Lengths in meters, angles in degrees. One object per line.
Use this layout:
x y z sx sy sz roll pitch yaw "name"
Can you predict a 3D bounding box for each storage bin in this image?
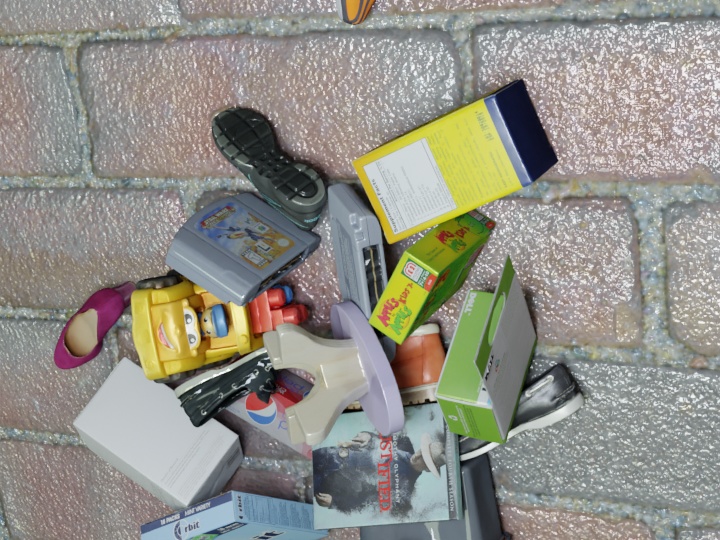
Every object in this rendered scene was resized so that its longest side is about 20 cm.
0.082 0.310 1.627 0.198 0.145 0.136 -5 96 26 "storage bin"

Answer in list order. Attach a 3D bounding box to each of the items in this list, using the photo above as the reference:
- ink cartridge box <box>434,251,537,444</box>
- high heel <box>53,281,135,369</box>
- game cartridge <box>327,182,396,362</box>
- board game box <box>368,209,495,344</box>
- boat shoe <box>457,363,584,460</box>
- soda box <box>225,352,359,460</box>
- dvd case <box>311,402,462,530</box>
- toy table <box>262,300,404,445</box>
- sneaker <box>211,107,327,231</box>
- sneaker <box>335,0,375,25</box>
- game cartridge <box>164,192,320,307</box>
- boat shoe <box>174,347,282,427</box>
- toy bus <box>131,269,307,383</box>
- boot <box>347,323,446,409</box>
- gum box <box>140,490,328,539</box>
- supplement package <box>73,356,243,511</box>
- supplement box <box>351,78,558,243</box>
0.138 0.086 1.459 0.075 0.149 0.201 9 150 23 "ink cartridge box"
-0.399 0.088 1.797 0.067 0.096 0.200 46 120 5 "high heel"
0.000 0.000 1.558 0.040 0.133 0.202 -16 118 -15 "game cartridge"
0.086 0.001 1.475 0.047 0.200 0.102 32 118 12 "board game box"
0.179 0.178 1.565 0.199 0.074 0.061 -29 92 29 "boat shoe"
-0.092 0.189 1.704 0.199 0.063 0.071 28 117 15 "soda box"
0.030 0.246 1.589 0.198 0.022 0.148 -8 75 23 "dvd case"
-0.038 0.127 1.524 0.116 0.200 0.186 -15 119 -14 "toy table"
-0.121 -0.125 1.604 0.200 0.075 0.080 46 158 23 "sneaker"
0.044 -0.364 1.442 0.111 0.077 0.202 26 117 17 "sneaker"
-0.149 -0.032 1.577 0.133 0.200 0.042 36 123 9 "game cartridge"
-0.142 0.146 1.640 0.197 0.075 0.067 -22 77 1 "boat shoe"
-0.174 0.061 1.625 0.190 0.200 0.138 -6 95 21 "toy bus"
0.029 0.125 1.630 0.198 0.075 0.109 -13 82 34 "boot"
-0.170 0.354 1.726 0.169 0.199 0.045 -24 62 29 "gum box"
-0.277 0.236 1.752 0.199 0.120 0.122 32 160 12 "supplement package"
0.109 -0.127 1.473 0.198 0.109 0.110 -22 97 29 "supplement box"
